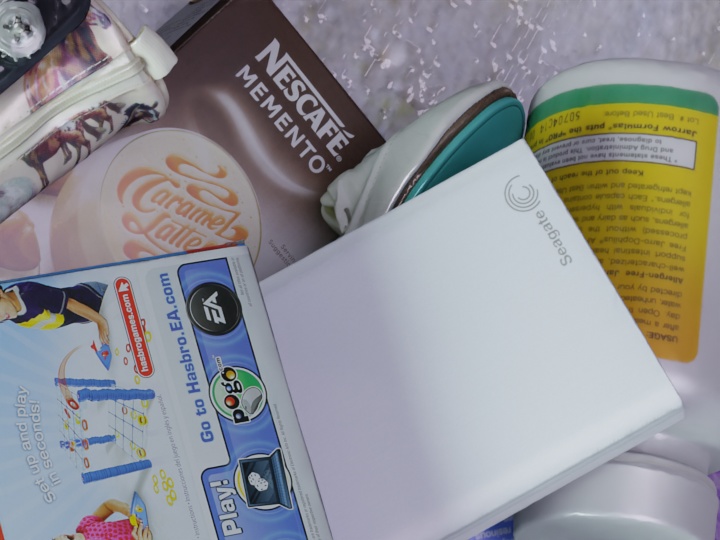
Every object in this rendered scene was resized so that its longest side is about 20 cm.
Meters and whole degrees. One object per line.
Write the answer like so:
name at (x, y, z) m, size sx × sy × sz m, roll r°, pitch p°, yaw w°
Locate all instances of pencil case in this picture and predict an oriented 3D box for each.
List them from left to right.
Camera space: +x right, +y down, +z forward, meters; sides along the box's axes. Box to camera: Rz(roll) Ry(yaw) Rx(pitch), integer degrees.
pencil case at (-0.170, -0.042, 1.196) m, size 0.200 × 0.089 × 0.078 m, roll -37°, pitch 127°, yaw -17°

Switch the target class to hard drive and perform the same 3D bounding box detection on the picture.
hard drive at (0.011, 0.050, 1.191) m, size 0.199 × 0.027 × 0.132 m, roll -29°, pitch 69°, yaw -4°

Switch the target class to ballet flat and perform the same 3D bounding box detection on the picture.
ballet flat at (0.000, 0.000, 1.261) m, size 0.069 × 0.069 × 0.201 m, roll 31°, pitch 76°, yaw -18°

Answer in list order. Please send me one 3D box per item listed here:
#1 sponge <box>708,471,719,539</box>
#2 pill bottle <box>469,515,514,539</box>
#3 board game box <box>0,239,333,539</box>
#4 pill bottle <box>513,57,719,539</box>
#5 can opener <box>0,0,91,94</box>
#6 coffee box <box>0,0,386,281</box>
sponge at (0.168, 0.042, 1.358) m, size 0.111 × 0.030 × 0.201 m, roll 22°, pitch 67°, yaw -29°
pill bottle at (0.043, 0.126, 1.327) m, size 0.112 × 0.112 × 0.201 m, roll -9°, pitch 89°, yaw -24°
board game box at (-0.113, 0.103, 1.107) m, size 0.195 × 0.056 × 0.201 m, roll -9°, pitch 68°, yaw -20°
pill bottle at (0.116, 0.022, 1.262) m, size 0.112 × 0.113 × 0.201 m, roll 16°, pitch 68°, yaw -22°
can opener at (-0.185, -0.062, 1.137) m, size 0.200 × 0.079 × 0.063 m, roll -45°, pitch 105°, yaw -17°
coffee box at (-0.094, -0.019, 1.296) m, size 0.200 × 0.080 × 0.114 m, roll -45°, pitch 104°, yaw -21°
